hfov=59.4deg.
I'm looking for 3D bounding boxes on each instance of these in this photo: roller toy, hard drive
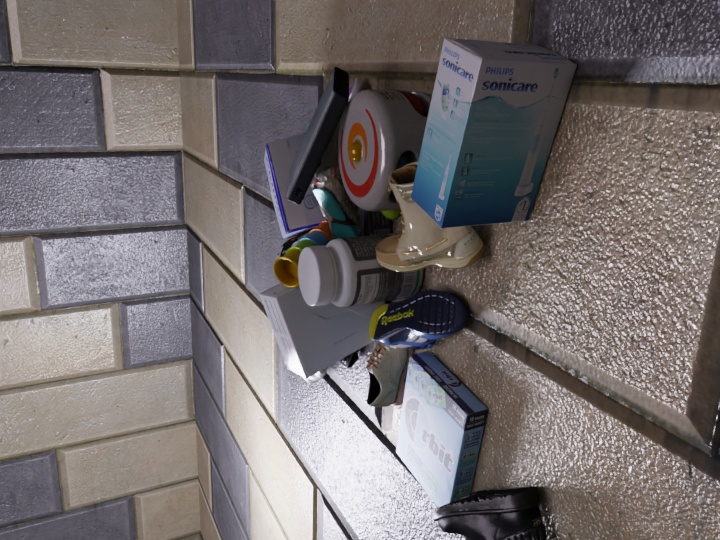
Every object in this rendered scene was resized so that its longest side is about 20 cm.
[{"bbox_3d":[0.044,-0.193,1.005,0.181,0.136,0.207,-17,79,63],"label":"roller toy"},{"bbox_3d":[-0.073,-0.232,1.084,0.141,0.032,0.203,-92,27,-58],"label":"hard drive"}]

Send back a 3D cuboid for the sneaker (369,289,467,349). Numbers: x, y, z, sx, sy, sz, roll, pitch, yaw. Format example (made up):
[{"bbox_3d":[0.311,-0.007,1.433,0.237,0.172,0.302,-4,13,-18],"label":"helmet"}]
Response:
[{"bbox_3d":[0.103,0.085,1.031,0.197,0.081,0.076,-12,56,47],"label":"sneaker"}]

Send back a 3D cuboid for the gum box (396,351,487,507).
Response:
[{"bbox_3d":[0.127,0.267,1.039,0.170,0.043,0.206,42,133,54],"label":"gum box"}]

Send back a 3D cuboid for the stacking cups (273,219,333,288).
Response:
[{"bbox_3d":[-0.082,-0.043,1.161,0.059,0.200,0.062,15,125,23],"label":"stacking cups"}]

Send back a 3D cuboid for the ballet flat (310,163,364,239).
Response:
[{"bbox_3d":[-0.029,-0.108,1.121,0.074,0.065,0.202,12,151,23],"label":"ballet flat"}]

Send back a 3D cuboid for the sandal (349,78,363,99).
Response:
[{"bbox_3d":[-0.050,-0.302,1.251,0.204,0.049,0.084,-55,15,43],"label":"sandal"}]

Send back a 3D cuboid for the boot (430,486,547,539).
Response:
[{"bbox_3d":[0.186,0.397,0.882,0.210,0.078,0.163,-33,65,53],"label":"boot"}]

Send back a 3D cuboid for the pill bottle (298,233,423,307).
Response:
[{"bbox_3d":[0.000,0.000,1.071,0.112,0.195,0.117,19,112,60],"label":"pill bottle"}]

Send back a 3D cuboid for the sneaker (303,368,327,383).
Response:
[{"bbox_3d":[-0.119,0.163,1.523,0.080,0.069,0.206,-30,74,52],"label":"sneaker"}]

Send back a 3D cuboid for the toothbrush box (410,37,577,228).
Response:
[{"bbox_3d":[0.156,-0.165,0.769,0.086,0.142,0.205,51,140,47],"label":"toothbrush box"}]

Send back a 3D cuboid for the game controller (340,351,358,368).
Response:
[{"bbox_3d":[-0.049,0.115,1.381,0.201,0.041,0.107,54,141,46],"label":"game controller"}]

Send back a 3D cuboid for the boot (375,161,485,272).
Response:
[{"bbox_3d":[0.074,-0.078,0.934,0.197,0.073,0.157,1,131,48],"label":"boot"}]

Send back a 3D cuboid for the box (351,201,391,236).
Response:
[{"bbox_3d":[0.000,-0.136,1.216,0.160,0.048,0.207,177,87,-67],"label":"box"}]

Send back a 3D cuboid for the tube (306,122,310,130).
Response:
[{"bbox_3d":[-0.073,-0.216,1.355,0.077,0.049,0.207,37,-139,-80],"label":"tube"}]

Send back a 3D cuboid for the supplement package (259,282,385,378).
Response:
[{"bbox_3d":[-0.064,0.077,1.183,0.110,0.196,0.160,1,114,63],"label":"supplement package"}]

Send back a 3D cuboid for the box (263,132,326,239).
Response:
[{"bbox_3d":[-0.138,-0.176,1.359,0.200,0.102,0.190,170,85,-79],"label":"box"}]

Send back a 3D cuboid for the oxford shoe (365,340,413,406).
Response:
[{"bbox_3d":[0.049,0.160,1.147,0.070,0.072,0.207,31,123,58],"label":"oxford shoe"}]

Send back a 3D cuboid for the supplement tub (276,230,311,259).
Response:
[{"bbox_3d":[-0.114,-0.019,1.397,0.199,0.119,0.127,-10,86,63],"label":"supplement tub"}]

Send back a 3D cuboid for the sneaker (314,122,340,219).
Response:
[{"bbox_3d":[-0.066,-0.192,1.203,0.084,0.073,0.207,-15,73,55],"label":"sneaker"}]
